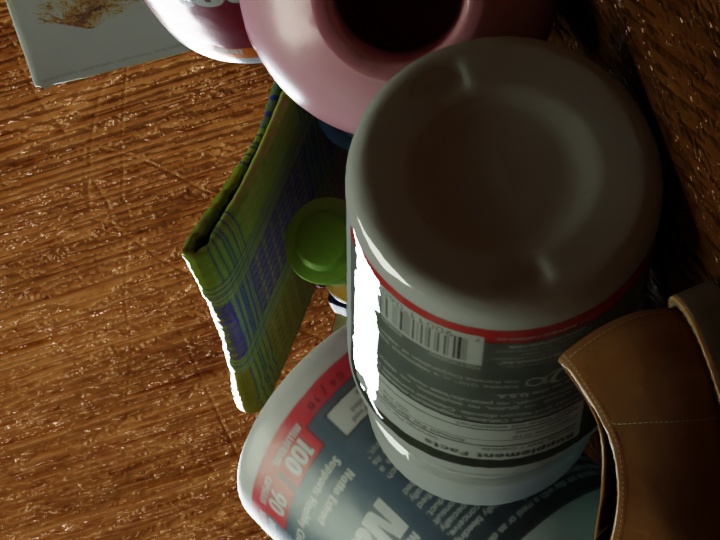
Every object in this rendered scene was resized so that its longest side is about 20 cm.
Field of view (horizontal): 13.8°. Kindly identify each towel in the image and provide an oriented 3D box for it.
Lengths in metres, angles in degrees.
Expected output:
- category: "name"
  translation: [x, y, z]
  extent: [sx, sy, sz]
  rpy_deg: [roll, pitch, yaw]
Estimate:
- category: "towel"
  translation: [-0.036, -0.027, 1.337]
  extent: [0.200, 0.023, 0.144]
  rpy_deg: [77, -146, -69]

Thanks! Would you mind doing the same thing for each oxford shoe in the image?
- category: "oxford shoe"
  translation: [0.117, 0.110, 1.016]
  extent: [0.071, 0.071, 0.201]
  rpy_deg: [-176, 68, -84]

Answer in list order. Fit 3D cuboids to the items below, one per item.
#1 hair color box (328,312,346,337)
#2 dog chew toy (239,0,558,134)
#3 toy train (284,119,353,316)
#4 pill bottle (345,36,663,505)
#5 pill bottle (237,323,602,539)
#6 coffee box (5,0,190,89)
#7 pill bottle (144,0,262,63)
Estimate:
- category: "hair color box"
  translation: [0.034, 0.060, 1.538]
  extent: [0.200, 0.101, 0.062]
  rpy_deg: [-71, -31, -77]
- category: "dog chew toy"
  translation: [0.016, -0.122, 1.183]
  extent: [0.200, 0.124, 0.125]
  rpy_deg: [-82, -23, -78]
- category: "toy train"
  translation: [0.000, 0.000, 1.312]
  extent: [0.116, 0.084, 0.201]
  rpy_deg: [20, -90, -68]
- category: "pill bottle"
  translation: [0.051, 0.008, 1.122]
  extent: [0.200, 0.113, 0.115]
  rpy_deg: [90, 163, -65]
- category: "pill bottle"
  translation: [0.053, 0.119, 1.251]
  extent: [0.200, 0.119, 0.120]
  rpy_deg: [42, 161, 27]
- category: "coffee box"
  translation: [-0.103, -0.245, 1.559]
  extent: [0.200, 0.198, 0.199]
  rpy_deg: [-100, -5, -56]
- category: "pill bottle"
  translation: [-0.069, -0.177, 1.266]
  extent: [0.200, 0.112, 0.114]
  rpy_deg: [54, -164, -64]
